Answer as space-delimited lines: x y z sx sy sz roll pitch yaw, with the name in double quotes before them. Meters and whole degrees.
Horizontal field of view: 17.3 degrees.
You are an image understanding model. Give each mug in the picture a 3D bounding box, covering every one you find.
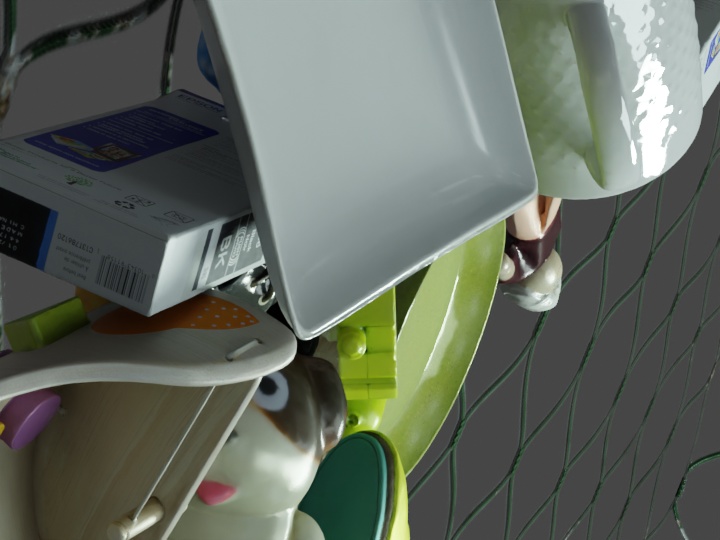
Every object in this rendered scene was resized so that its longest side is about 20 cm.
"mug" 0.133 -0.136 1.415 0.176 0.147 0.200 76 2 -48

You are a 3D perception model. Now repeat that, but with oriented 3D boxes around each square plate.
"square plate" -0.004 -0.095 0.997 0.198 0.028 0.201 -31 109 -50

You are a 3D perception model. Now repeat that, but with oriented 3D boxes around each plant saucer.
"plant saucer" 0.038 0.041 1.499 0.200 0.031 0.200 -56 160 -33

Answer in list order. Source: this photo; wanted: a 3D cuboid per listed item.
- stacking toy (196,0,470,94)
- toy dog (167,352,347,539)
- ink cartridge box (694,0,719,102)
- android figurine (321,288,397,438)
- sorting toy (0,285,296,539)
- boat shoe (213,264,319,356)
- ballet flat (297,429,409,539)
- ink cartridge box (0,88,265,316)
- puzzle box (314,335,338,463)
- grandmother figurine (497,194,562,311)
"stacking toy" 0.000 -0.105 1.168 0.200 0.116 0.110 42 69 -79
"toy dog" -0.069 0.126 1.175 0.194 0.139 0.201 -56 161 -60
"ink cartridge box" 0.309 -0.206 2.099 0.200 0.039 0.100 -52 157 -41
"android figurine" 0.000 0.000 1.278 0.200 0.041 0.183 -80 169 -79
"sorting toy" -0.152 0.084 0.937 0.180 0.107 0.200 -17 146 -49
"boat shoe" -0.060 -0.002 1.177 0.069 0.056 0.200 -64 163 -15
"ballet flat" -0.011 0.186 1.259 0.067 0.067 0.201 25 78 -50
"ink cartridge box" -0.082 -0.033 0.997 0.200 0.099 0.039 -27 136 -64
"puzzle box" 0.010 0.055 1.527 0.200 0.025 0.133 -49 155 -50
"grandmother figurine" 0.126 -0.038 1.725 0.121 0.060 0.200 -49 154 -27
